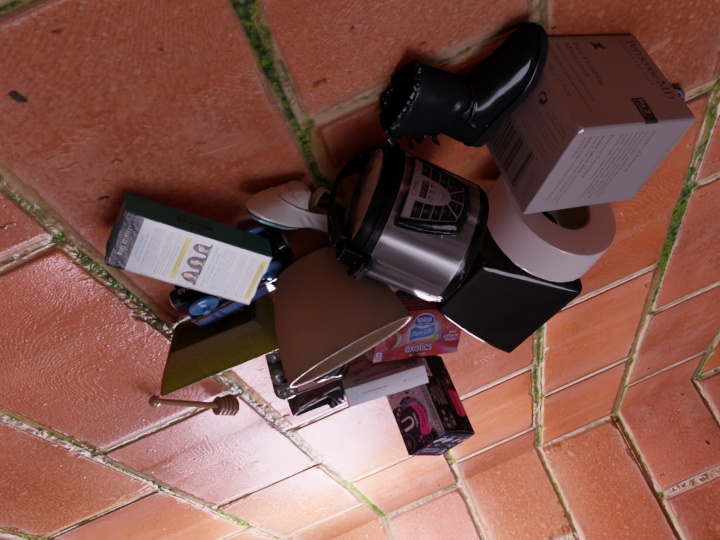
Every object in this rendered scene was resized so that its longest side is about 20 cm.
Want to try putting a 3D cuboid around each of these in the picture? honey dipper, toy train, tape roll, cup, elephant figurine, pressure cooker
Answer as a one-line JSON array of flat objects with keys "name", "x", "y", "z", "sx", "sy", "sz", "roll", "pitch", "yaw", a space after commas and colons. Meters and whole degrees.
[{"name": "honey dipper", "x": -0.322, "y": 0.261, "z": 1.529, "sx": 0.198, "sy": 0.038, "sz": 0.038, "roll": 13, "pitch": 136, "yaw": -46}, {"name": "toy train", "x": -0.182, "y": 0.008, "z": 1.157, "sx": 0.198, "sy": 0.088, "sz": 0.114, "roll": -28, "pitch": 161, "yaw": 5}, {"name": "tape roll", "x": 0.294, "y": -0.085, "z": 1.225, "sx": 0.199, "sy": 0.205, "sz": 0.071, "roll": -6, "pitch": 148, "yaw": -28}, {"name": "cup", "x": -0.044, "y": 0.053, "z": 1.120, "sx": 0.198, "sy": 0.145, "sz": 0.200, "roll": -28, "pitch": 170, "yaw": -5}, {"name": "elephant figurine", "x": -0.070, "y": 0.147, "z": 1.413, "sx": 0.196, "sy": 0.156, "sz": 0.144, "roll": -15, "pitch": 123, "yaw": -8}, {"name": "pressure cooker", "x": 0.050, "y": -0.066, "z": 1.053, "sx": 0.197, "sy": 0.176, "sz": 0.181, "roll": 23, "pitch": 106, "yaw": -11}]

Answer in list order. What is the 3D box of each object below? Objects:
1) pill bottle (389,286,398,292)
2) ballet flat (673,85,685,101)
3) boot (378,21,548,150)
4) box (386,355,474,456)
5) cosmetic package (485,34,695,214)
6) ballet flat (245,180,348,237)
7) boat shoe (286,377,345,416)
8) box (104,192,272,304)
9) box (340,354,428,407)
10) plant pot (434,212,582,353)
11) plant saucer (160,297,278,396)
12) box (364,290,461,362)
[{"name": "pill bottle", "x": 0.000, "y": 0.000, "z": 1.244, "sx": 0.198, "sy": 0.114, "sz": 0.112, "roll": -29, "pitch": 152, "yaw": 12}, {"name": "ballet flat", "x": 0.476, "y": -0.207, "z": 1.293, "sx": 0.071, "sy": 0.073, "sz": 0.201, "roll": -7, "pitch": 148, "yaw": -27}, {"name": "boot", "x": 0.122, "y": -0.233, "z": 0.987, "sx": 0.160, "sy": 0.074, "sz": 0.199, "roll": 3, "pitch": 141, "yaw": -31}, {"name": "box", "x": 0.145, "y": 0.302, "z": 1.772, "sx": 0.114, "sy": 0.202, "sz": 0.131, "roll": -39, "pitch": 148, "yaw": 27}, {"name": "cosmetic package", "x": 0.297, "y": -0.199, "z": 1.068, "sx": 0.197, "sy": 0.167, "sz": 0.166, "roll": -10, "pitch": 149, "yaw": -25}, {"name": "ballet flat", "x": -0.078, "y": -0.091, "z": 1.093, "sx": 0.069, "sy": 0.070, "sz": 0.198, "roll": -38, "pitch": 153, "yaw": 27}, {"name": "boat shoe", "x": -0.060, "y": 0.262, "z": 1.693, "sx": 0.196, "sy": 0.069, "sz": 0.072, "roll": -15, "pitch": 151, "yaw": -17}, {"name": "box", "x": -0.220, "y": -0.025, "z": 1.018, "sx": 0.197, "sy": 0.049, "sz": 0.083, "roll": 18, "pitch": 117, "yaw": -26}, {"name": "box", "x": 0.035, "y": 0.179, "z": 1.504, "sx": 0.153, "sy": 0.200, "sz": 0.042, "roll": -17, "pitch": 109, "yaw": -2}, {"name": "plant pot", "x": 0.218, "y": -0.009, "z": 1.328, "sx": 0.175, "sy": 0.203, "sz": 0.200, "roll": 13, "pitch": 137, "yaw": -30}, {"name": "plant saucer", "x": -0.219, "y": 0.101, "z": 1.231, "sx": 0.197, "sy": 0.049, "sz": 0.200, "roll": -21, "pitch": -164, "yaw": -3}, {"name": "box", "x": 0.084, "y": 0.098, "z": 1.454, "sx": 0.197, "sy": 0.099, "sz": 0.097, "roll": -3, "pitch": 110, "yaw": -33}]
